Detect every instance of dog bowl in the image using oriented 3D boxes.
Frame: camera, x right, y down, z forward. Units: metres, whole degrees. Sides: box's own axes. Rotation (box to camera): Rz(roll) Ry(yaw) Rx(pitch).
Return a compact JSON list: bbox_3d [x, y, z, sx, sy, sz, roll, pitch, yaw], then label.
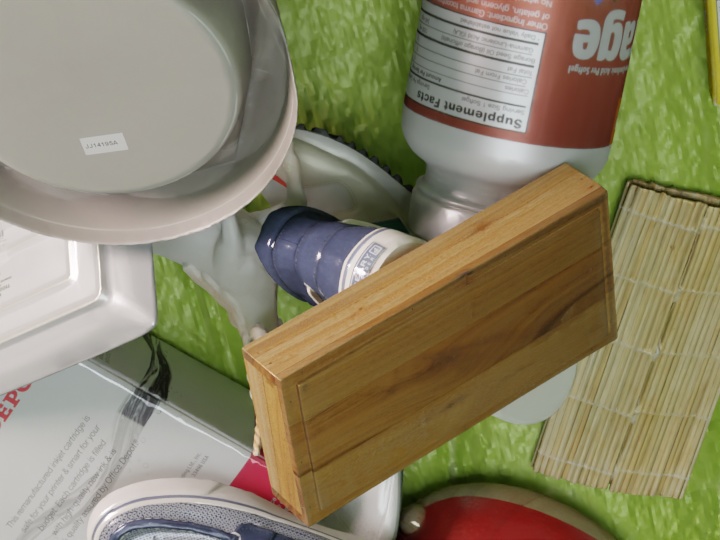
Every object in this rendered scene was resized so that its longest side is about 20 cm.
[{"bbox_3d":[-0.127,-0.102,1.093,0.200,0.059,0.200,2,136,2],"label":"dog bowl"}]

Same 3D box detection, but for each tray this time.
[{"bbox_3d":[0.040,0.036,1.119,0.200,0.037,0.099,-30,134,-24],"label":"tray"},{"bbox_3d":[-0.188,0.009,1.213,0.200,0.107,0.022,-22,153,36],"label":"tray"}]

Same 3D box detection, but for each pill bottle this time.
[{"bbox_3d":[0.084,-0.111,1.175,0.112,0.112,0.200,9,105,-6],"label":"pill bottle"}]

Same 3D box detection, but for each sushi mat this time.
[{"bbox_3d":[0.172,0.044,1.324,0.096,0.012,0.200,12,115,-9],"label":"sushi mat"}]

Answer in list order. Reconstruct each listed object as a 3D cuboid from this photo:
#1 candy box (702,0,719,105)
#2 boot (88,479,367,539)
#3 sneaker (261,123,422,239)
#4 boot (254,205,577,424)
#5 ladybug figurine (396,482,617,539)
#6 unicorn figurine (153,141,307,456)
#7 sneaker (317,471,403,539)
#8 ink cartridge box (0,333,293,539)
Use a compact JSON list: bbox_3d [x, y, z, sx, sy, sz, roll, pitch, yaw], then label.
[{"bbox_3d":[0.231,-0.189,1.206,0.102,0.026,0.200,-6,116,4],"label":"candy box"},{"bbox_3d":[-0.051,0.177,1.241,0.200,0.090,0.073,14,114,-12],"label":"boot"},{"bbox_3d":[0.000,0.000,1.248,0.200,0.070,0.093,37,73,-20],"label":"sneaker"},{"bbox_3d":[0.034,0.018,1.202,0.200,0.090,0.073,35,81,-48],"label":"boot"},{"bbox_3d":[0.099,0.208,1.369,0.200,0.072,0.136,35,110,-17],"label":"ladybug figurine"},{"bbox_3d":[-0.081,-0.019,1.221,0.074,0.200,0.137,-22,134,-32],"label":"unicorn figurine"},{"bbox_3d":[-0.026,0.167,1.348,0.080,0.070,0.200,17,115,-6],"label":"sneaker"},{"bbox_3d":[-0.147,0.112,1.309,0.200,0.083,0.145,31,110,-16],"label":"ink cartridge box"}]
